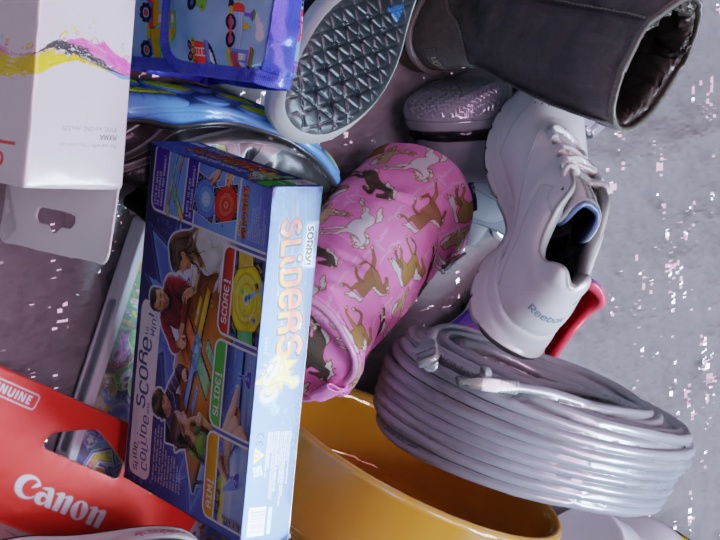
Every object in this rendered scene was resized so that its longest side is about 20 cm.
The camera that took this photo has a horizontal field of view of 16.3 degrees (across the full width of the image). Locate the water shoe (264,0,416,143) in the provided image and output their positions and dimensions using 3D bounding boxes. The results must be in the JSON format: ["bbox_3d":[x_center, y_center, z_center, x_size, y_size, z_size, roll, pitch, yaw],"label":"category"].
[{"bbox_3d":[-0.014,-0.157,1.528,0.072,0.079,0.201,47,59,-33],"label":"water shoe"}]

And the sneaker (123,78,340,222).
[{"bbox_3d":[-0.101,-0.066,1.494,0.199,0.071,0.083,6,107,-39],"label":"sneaker"}]

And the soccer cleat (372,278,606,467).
[{"bbox_3d":[0.080,0.063,1.656,0.200,0.073,0.068,-44,123,-26],"label":"soccer cleat"}]

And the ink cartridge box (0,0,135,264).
[{"bbox_3d":[-0.185,-0.109,1.376,0.067,0.116,0.201,0,97,-41],"label":"ink cartridge box"}]

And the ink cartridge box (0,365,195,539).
[{"bbox_3d":[-0.180,0.166,1.456,0.200,0.044,0.174,28,92,-39],"label":"ink cartridge box"}]

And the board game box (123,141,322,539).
[{"bbox_3d":[-0.080,0.038,1.408,0.034,0.135,0.201,-2,104,-35],"label":"board game box"}]

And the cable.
[{"bbox_3d":[0.106,0.093,1.536,0.199,0.200,0.070,19,96,-8],"label":"cable"}]

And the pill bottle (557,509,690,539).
[{"bbox_3d":[0.202,0.235,1.751,0.200,0.111,0.112,33,76,-46],"label":"pill bottle"}]

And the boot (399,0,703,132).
[{"bbox_3d":[0.129,-0.180,1.572,0.072,0.200,0.183,33,77,-38],"label":"boot"}]

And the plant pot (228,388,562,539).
[{"bbox_3d":[-0.006,0.191,1.531,0.200,0.200,0.184,18,104,-40],"label":"plant pot"}]

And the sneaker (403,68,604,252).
[{"bbox_3d":[0.120,-0.084,1.667,0.199,0.075,0.116,-19,110,-31],"label":"sneaker"}]

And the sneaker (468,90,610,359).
[{"bbox_3d":[0.123,-0.042,1.548,0.074,0.087,0.201,23,53,-24],"label":"sneaker"}]

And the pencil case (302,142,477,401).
[{"bbox_3d":[0.000,0.000,1.534,0.200,0.086,0.083,-48,156,-49],"label":"pencil case"}]

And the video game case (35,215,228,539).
[{"bbox_3d":[-0.112,0.083,1.535,0.143,0.018,0.201,22,83,-41],"label":"video game case"}]

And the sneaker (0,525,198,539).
[{"bbox_3d":[-0.146,0.204,1.390,0.199,0.121,0.084,-9,114,-32],"label":"sneaker"}]

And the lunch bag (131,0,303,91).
[{"bbox_3d":[-0.069,-0.179,1.399,0.094,0.200,0.151,7,93,-30],"label":"lunch bag"}]
